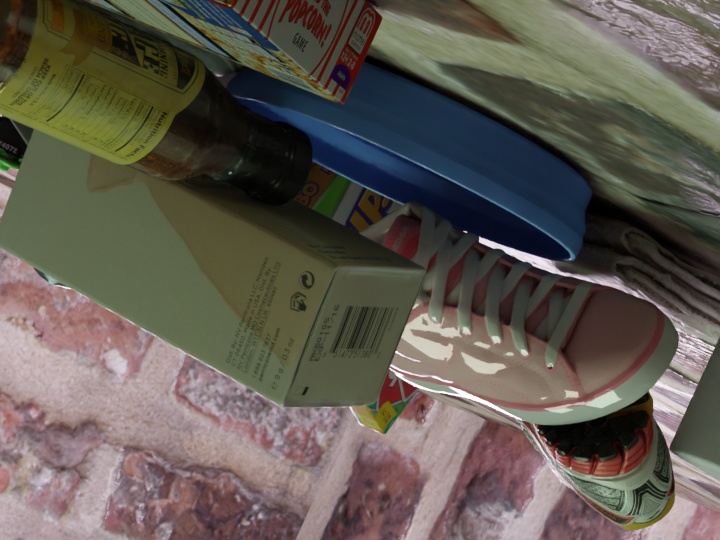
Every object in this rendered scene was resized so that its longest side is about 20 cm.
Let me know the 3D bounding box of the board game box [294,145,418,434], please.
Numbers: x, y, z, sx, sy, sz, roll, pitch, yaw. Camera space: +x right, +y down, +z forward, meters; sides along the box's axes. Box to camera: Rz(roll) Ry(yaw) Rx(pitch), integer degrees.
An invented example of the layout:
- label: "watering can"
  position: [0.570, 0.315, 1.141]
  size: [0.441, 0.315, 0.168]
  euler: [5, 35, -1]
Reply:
- label: "board game box"
  position: [0.000, 0.000, 1.613]
  size: [0.030, 0.096, 0.200]
  euler: [21, 154, 38]

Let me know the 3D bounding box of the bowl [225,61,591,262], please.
- label: "bowl"
  position: [0.027, -0.063, 1.454]
  size: [0.200, 0.039, 0.201]
  euler: [24, 175, 2]

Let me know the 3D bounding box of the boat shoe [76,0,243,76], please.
- label: "boat shoe"
  position: [-0.145, -0.133, 1.381]
  size: [0.200, 0.069, 0.072]
  euler: [28, 175, -33]

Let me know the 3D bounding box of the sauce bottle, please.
- label: "sauce bottle"
  position: [-0.109, -0.082, 1.347]
  size: [0.200, 0.066, 0.066]
  euler: [22, 178, -41]

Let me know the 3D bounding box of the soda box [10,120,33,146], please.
- label: "soda box"
  position: [-0.141, -0.068, 1.560]
  size: [0.200, 0.070, 0.063]
  euler: [55, 179, 6]

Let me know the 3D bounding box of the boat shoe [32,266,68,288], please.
- label: "boat shoe"
  position: [-0.127, -0.044, 1.784]
  size: [0.071, 0.091, 0.200]
  euler: [54, -148, 15]

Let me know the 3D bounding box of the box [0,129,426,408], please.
- label: "box"
  position: [-0.078, -0.007, 1.431]
  size: [0.200, 0.078, 0.095]
  euler: [28, -167, 28]

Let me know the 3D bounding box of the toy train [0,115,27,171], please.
- label: "toy train"
  position: [-0.126, -0.045, 1.649]
  size: [0.200, 0.042, 0.056]
  euler: [25, -174, 0]

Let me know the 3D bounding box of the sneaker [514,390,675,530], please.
- label: "sneaker"
  position: [0.113, 0.074, 1.545]
  size: [0.082, 0.078, 0.200]
  euler: [62, -179, -33]

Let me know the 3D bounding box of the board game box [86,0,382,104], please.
- label: "board game box"
  position: [-0.105, -0.142, 1.197]
  size: [0.200, 0.046, 0.151]
  euler: [23, 176, 20]

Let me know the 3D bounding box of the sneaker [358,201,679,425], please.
- label: "sneaker"
  position: [0.064, 0.019, 1.477]
  size: [0.200, 0.075, 0.105]
  euler: [6, 147, 45]

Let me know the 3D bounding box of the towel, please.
- label: "towel"
  position: [0.126, -0.010, 1.587]
  size: [0.132, 0.035, 0.200]
  euler: [30, 174, -39]

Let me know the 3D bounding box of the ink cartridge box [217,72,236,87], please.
- label: "ink cartridge box"
  position: [-0.059, -0.068, 1.684]
  size: [0.200, 0.067, 0.116]
  euler: [27, 175, -27]

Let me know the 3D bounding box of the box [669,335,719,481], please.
- label: "box"
  position: [0.291, 0.101, 1.507]
  size: [0.152, 0.107, 0.200]
  euler: [20, 173, 43]
